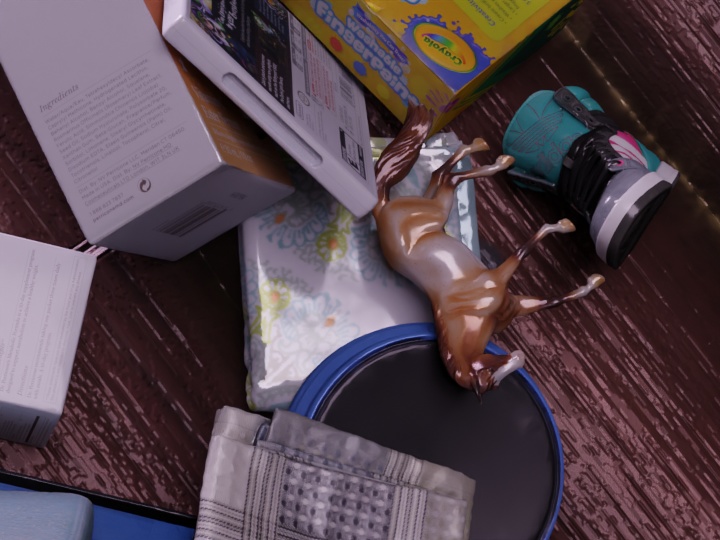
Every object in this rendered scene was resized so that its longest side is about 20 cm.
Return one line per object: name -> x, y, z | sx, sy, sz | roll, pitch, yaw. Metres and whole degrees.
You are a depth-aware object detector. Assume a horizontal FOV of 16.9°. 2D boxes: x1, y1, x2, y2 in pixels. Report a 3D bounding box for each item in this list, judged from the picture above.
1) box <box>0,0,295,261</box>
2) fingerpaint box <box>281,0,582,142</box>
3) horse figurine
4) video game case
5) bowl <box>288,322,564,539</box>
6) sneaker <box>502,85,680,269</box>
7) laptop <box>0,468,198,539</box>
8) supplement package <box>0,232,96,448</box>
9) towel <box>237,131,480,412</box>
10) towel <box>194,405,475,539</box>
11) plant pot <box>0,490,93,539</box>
box -> -0.150, -0.122, 1.606 | 0.106, 0.152, 0.201 | -29, 79, 13
fingerpaint box -> 0.038, -0.216, 1.724 | 0.200, 0.073, 0.167 | 45, 57, 7
horse figurine -> 0.068, -0.016, 1.629 | 0.132, 0.050, 0.200 | -34, 72, -15
video game case -> -0.061, -0.139, 1.621 | 0.023, 0.200, 0.182 | -40, 112, 16
bowl -> 0.043, 0.135, 1.628 | 0.200, 0.039, 0.202 | 0, 88, -14
sneaker -> 0.154, -0.072, 1.680 | 0.120, 0.200, 0.084 | 34, 102, 5
laptop -> -0.209, 0.241, 1.525 | 0.176, 0.103, 0.201 | 14, 70, -9
supplement package -> -0.284, 0.031, 1.565 | 0.199, 0.114, 0.110 | 14, 72, -10
towel -> 0.000, 0.000, 1.684 | 0.170, 0.048, 0.201 | -1, 73, -11
towel -> -0.019, 0.193, 1.530 | 0.192, 0.035, 0.201 | 17, 62, -18
plant pot -> -0.257, 0.244, 1.413 | 0.195, 0.200, 0.197 | 4, 98, -8
